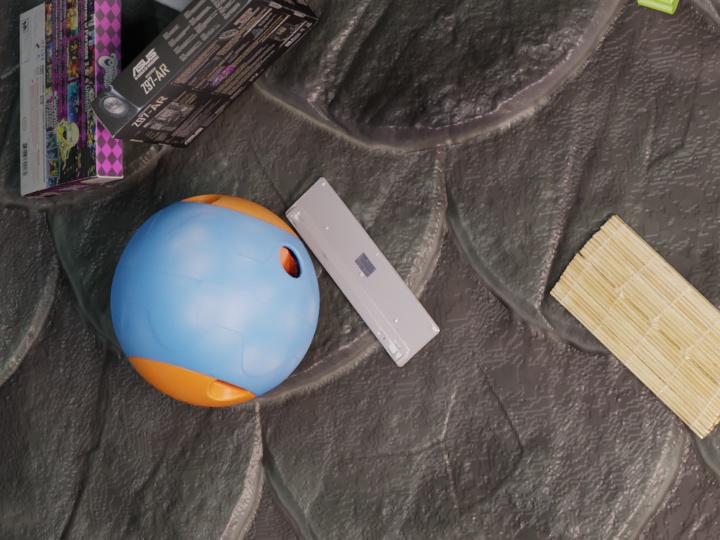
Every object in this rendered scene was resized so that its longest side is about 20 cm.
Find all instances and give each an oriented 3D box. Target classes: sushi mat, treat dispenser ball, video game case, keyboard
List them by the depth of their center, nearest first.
[{"bbox_3d":[0.270,0.049,1.546,0.200,0.012,0.096,46,106,20],"label":"sushi mat"},{"bbox_3d":[-0.138,0.028,1.627,0.199,0.201,0.203,-2,86,24],"label":"treat dispenser ball"},{"bbox_3d":[0.000,0.000,1.674,0.056,0.011,0.200,-41,72,11],"label":"keyboard"},{"bbox_3d":[-0.301,-0.184,1.761,0.181,0.036,0.202,-9,81,54],"label":"video game case"}]

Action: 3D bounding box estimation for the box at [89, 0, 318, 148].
[{"bbox_3d":[-0.151,-0.205,1.670,0.200,0.160,0.044,-42,76,17],"label":"box"}]

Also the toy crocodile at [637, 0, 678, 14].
[{"bbox_3d":[0.297,-0.333,1.542,0.067,0.062,0.202,16,97,25],"label":"toy crocodile"}]

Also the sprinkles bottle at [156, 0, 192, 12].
[{"bbox_3d":[-0.160,-0.364,1.736,0.068,0.068,0.201,28,98,23],"label":"sprinkles bottle"}]
